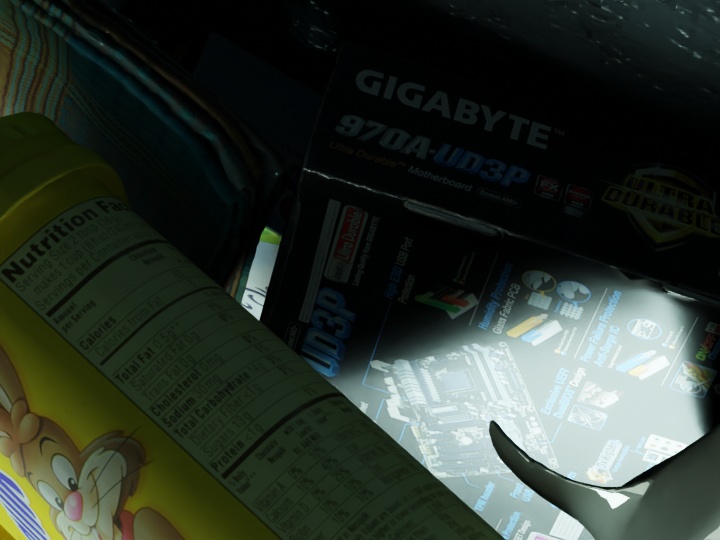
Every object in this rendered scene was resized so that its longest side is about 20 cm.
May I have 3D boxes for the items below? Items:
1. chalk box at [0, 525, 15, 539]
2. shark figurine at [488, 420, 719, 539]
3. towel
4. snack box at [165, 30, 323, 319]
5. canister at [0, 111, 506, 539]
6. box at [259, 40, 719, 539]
[{"bbox_3d":[-0.080,0.057,1.022,0.124,0.124,0.200,28,-168,-8],"label":"chalk box"},{"bbox_3d":[0.079,0.039,0.646,0.089,0.129,0.215,25,143,4],"label":"shark figurine"},{"bbox_3d":[-0.108,-0.064,0.784,0.200,0.022,0.147,40,160,5],"label":"towel"},{"bbox_3d":[0.000,0.000,0.899,0.199,0.053,0.142,30,163,-18],"label":"snack box"},{"bbox_3d":[-0.039,0.067,0.735,0.200,0.087,0.149,40,163,21],"label":"canister"},{"bbox_3d":[0.048,0.029,0.793,0.158,0.046,0.200,18,148,0],"label":"box"}]
